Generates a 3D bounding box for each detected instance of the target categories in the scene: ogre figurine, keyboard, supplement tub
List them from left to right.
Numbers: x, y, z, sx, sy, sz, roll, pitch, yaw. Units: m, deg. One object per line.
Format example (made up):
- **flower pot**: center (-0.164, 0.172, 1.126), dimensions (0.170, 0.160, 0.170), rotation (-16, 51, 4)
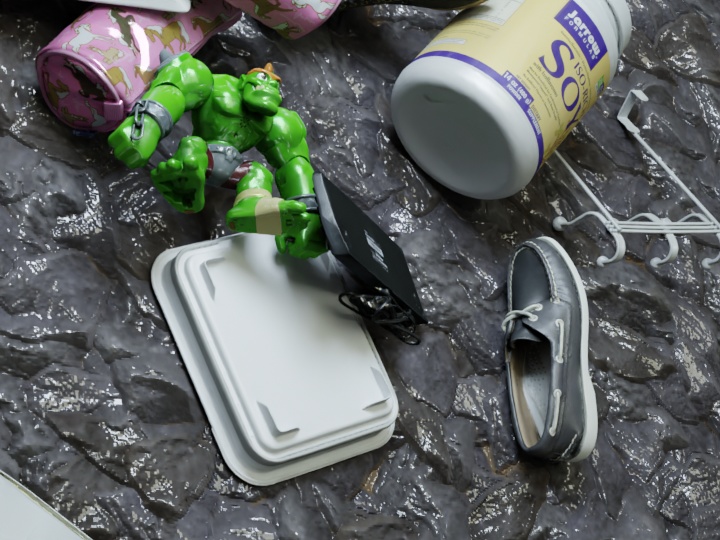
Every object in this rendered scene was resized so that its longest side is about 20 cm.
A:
- **ogre figurine**: center (-0.103, -0.095, 1.440), dimensions (0.199, 0.098, 0.120), rotation (14, 55, -20)
- **keyboard**: center (0.000, 0.000, 1.492), dimensions (0.200, 0.040, 0.104), rotation (40, 28, -62)
- **supplement tub**: center (0.135, -0.174, 1.645), dimensions (0.145, 0.145, 0.200), rotation (45, 59, -7)

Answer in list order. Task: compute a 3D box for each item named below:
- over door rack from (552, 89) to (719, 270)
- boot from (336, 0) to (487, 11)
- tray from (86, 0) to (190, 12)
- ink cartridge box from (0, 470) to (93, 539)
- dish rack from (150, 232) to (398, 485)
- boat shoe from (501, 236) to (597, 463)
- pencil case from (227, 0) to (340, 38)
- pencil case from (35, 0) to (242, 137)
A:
- **over door rack**: center (0.237, -0.080, 1.750), dimensions (0.147, 0.067, 0.200), rotation (0, 52, -36)
- **boot**: center (0.003, -0.238, 1.600), dimensions (0.138, 0.200, 0.078), rotation (-36, 126, -38)
- **tray**: center (-0.230, -0.253, 1.467), dimensions (0.199, 0.022, 0.108), rotation (5, 48, -11)
- **ink cartridge box**: center (-0.255, 0.225, 1.118), dimensions (0.087, 0.200, 0.145), rotation (40, 49, -11)
- **dish rack**: center (-0.058, 0.055, 1.466), dimensions (0.171, 0.044, 0.200), rotation (-14, 74, -39)
- **boat shoe**: center (0.150, 0.064, 1.597), dimensions (0.060, 0.074, 0.201), rotation (8, 69, -38)
- **pencil case**: center (-0.101, -0.264, 1.459), dimensions (0.200, 0.083, 0.087), rotation (32, 36, -33)
- **pencil case**: center (-0.170, -0.187, 1.492), dimensions (0.200, 0.083, 0.087), rotation (-51, 123, -42)
